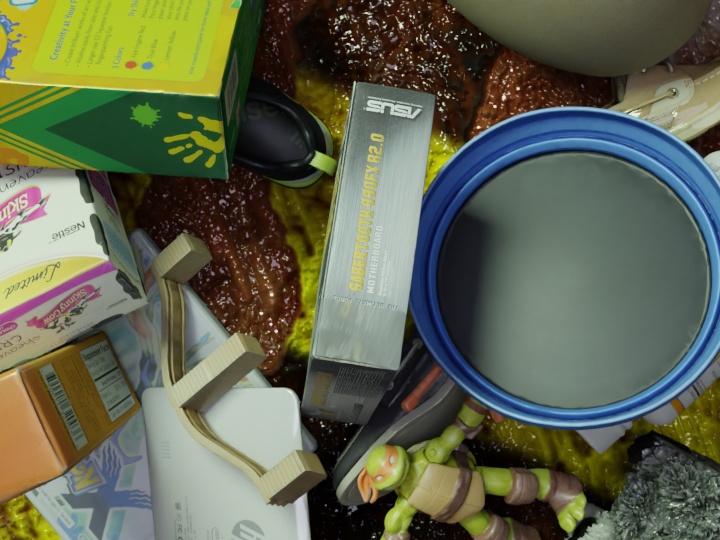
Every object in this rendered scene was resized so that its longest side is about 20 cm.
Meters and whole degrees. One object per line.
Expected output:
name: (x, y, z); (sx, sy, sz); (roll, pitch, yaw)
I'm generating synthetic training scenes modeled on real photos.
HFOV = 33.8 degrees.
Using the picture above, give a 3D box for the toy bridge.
toy bridge: (-0.094, 0.067, 0.765); (0.067, 0.027, 0.200); (-41, 60, 16)

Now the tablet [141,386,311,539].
tablet: (-0.088, 0.177, 0.789); (0.130, 0.014, 0.200); (-3, 94, 31)

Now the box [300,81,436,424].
box: (0.000, 0.000, 0.718); (0.048, 0.200, 0.159); (9, 75, -2)

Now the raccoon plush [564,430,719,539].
raccoon plush: (0.211, 0.194, 0.760); (0.097, 0.200, 0.134); (25, 94, -33)

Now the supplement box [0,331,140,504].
supplement box: (-0.193, 0.087, 0.722); (0.066, 0.200, 0.069); (-25, 90, 2)

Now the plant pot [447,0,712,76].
plant pot: (0.151, -0.203, 0.748); (0.200, 0.200, 0.134); (-39, 126, 2)

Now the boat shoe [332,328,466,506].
boat shoe: (0.044, 0.076, 0.816); (0.200, 0.073, 0.063); (-50, 56, 10)

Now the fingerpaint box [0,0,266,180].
fingerpaint box: (-0.151, -0.154, 0.740); (0.167, 0.073, 0.200); (4, 50, 2)

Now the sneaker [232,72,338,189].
sneaker: (-0.103, -0.118, 0.791); (0.200, 0.083, 0.072); (24, 92, 0)

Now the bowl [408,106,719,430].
bowl: (0.128, -0.001, 0.720); (0.200, 0.039, 0.201); (-3, 72, 10)

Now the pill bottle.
pill bottle: (0.202, 0.025, 0.780); (0.200, 0.109, 0.109); (-44, 91, 2)

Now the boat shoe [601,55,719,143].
boat shoe: (0.195, -0.111, 0.793); (0.200, 0.071, 0.065); (-33, 92, 3)

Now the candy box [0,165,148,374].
candy box: (-0.231, -0.039, 0.759); (0.136, 0.061, 0.200); (-26, 58, 2)

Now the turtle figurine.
turtle figurine: (0.059, 0.155, 0.790); (0.161, 0.064, 0.200); (25, 97, -23)

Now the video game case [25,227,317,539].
video game case: (-0.162, 0.103, 0.833); (0.182, 0.022, 0.200); (-39, 91, 2)
